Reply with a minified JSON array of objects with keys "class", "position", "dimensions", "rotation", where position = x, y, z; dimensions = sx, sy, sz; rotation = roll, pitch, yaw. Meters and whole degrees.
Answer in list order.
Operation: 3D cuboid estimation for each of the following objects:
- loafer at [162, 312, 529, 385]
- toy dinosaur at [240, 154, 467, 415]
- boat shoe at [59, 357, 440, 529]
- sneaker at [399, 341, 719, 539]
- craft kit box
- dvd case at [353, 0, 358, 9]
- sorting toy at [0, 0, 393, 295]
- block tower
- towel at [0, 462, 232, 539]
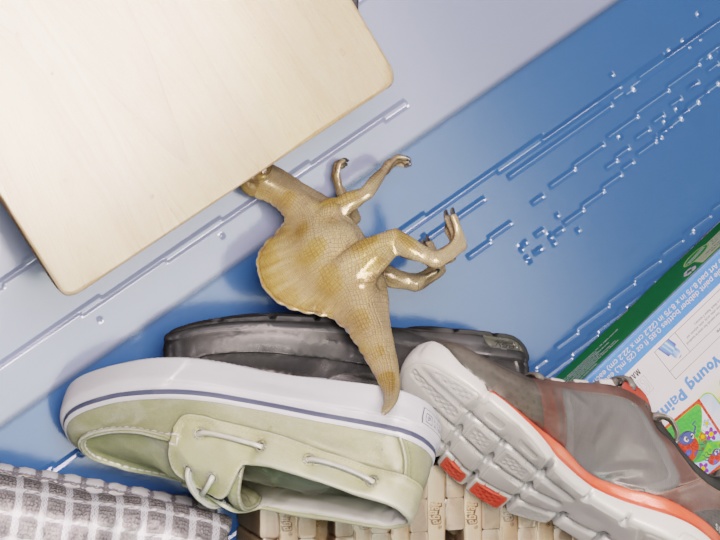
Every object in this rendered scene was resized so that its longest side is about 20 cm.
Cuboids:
[{"class":"loafer","position":[-0.006,0.060,1.170],"dimensions":[0.199,0.068,0.071],"rotation":[6,85,-18]},{"class":"toy dinosaur","position":[0.000,0.000,1.149],"dimensions":[0.101,0.058,0.201],"rotation":[-19,56,-19]},{"class":"boat shoe","position":[-0.060,0.088,1.117],"dimensions":[0.198,0.072,0.062],"rotation":[2,54,16]},{"class":"sneaker","position":[0.108,0.086,1.158],"dimensions":[0.199,0.077,0.082],"rotation":[35,56,-14]},{"class":"craft kit box","position":[0.236,0.074,1.252],"dimensions":[0.200,0.048,0.198],"rotation":[-42,100,-10]},{"class":"dvd case","position":[-0.071,-0.196,1.165],"dimensions":[0.148,0.016,0.202],"rotation":[0,93,-15]},{"class":"sorting toy","position":[-0.120,-0.126,1.113],"dimensions":[0.198,0.070,0.201],"rotation":[-34,101,-10]},{"class":"block tower","position":[0.037,0.127,1.193],"dimensions":[0.198,0.058,0.054],"rotation":[-1,94,-17]},{"class":"towel","position":[-0.160,0.203,1.127],"dimensions":[0.164,0.086,0.202],"rotation":[10,90,-15]}]
